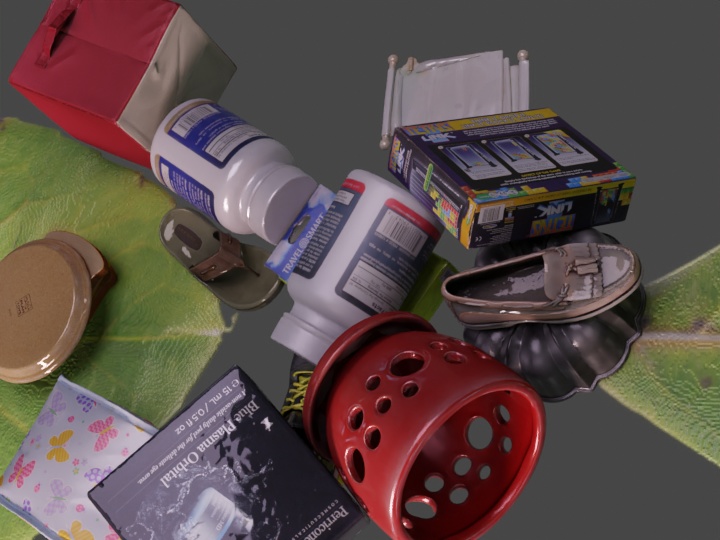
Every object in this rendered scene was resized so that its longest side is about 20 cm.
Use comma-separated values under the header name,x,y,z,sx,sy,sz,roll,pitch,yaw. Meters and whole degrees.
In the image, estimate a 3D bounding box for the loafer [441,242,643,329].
name,x,y,z,sx,sy,sz,roll,pitch,yaw
loafer,0.175,0.014,1.403,0.199,0.063,0.072,-14,62,23

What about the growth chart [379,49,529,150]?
name,x,y,z,sx,sy,sz,roll,pitch,yaw
growth chart,0.108,-0.191,1.652,0.199,0.018,0.146,0,69,29

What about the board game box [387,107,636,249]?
name,x,y,z,sx,sy,sz,roll,pitch,yaw
board game box,0.154,-0.099,1.473,0.165,0.199,0.057,48,139,47

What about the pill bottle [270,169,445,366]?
name,x,y,z,sx,sy,sz,roll,pitch,yaw
pill bottle,-0.008,0.007,1.508,0.119,0.120,0.201,27,84,34

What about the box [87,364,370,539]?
name,x,y,z,sx,sy,sz,roll,pitch,yaw
box,-0.127,0.236,1.421,0.196,0.117,0.200,-41,78,-7

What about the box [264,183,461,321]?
name,x,y,z,sx,sy,sz,roll,pitch,yaw
box,0.000,0.000,1.604,0.200,0.048,0.122,33,86,33

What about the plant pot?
name,x,y,z,sx,sy,sz,roll,pitch,yaw
plant pot,0.057,0.154,1.424,0.201,0.200,0.182,-53,46,-2

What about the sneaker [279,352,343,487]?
name,x,y,z,sx,sy,sz,roll,pitch,yaw
sneaker,-0.051,0.152,1.544,0.074,0.085,0.201,-11,65,22

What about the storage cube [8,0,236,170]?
name,x,y,z,sx,sy,sz,roll,pitch,yaw
storage cube,-0.292,-0.245,1.790,0.179,0.200,0.172,22,79,27

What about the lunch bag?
name,x,y,z,sx,sy,sz,roll,pitch,yaw
lunch bag,-0.294,0.238,1.617,0.199,0.127,0.170,18,76,43

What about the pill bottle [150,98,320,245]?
name,x,y,z,sx,sy,sz,roll,pitch,yaw
pill bottle,-0.145,-0.113,1.693,0.200,0.120,0.120,34,87,35

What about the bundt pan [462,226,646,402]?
name,x,y,z,sx,sy,sz,roll,pitch,yaw
bundt pan,0.189,0.030,1.475,0.201,0.076,0.203,-11,63,23

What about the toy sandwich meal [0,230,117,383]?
name,x,y,z,sx,sy,sz,roll,pitch,yaw
toy sandwich meal,-0.398,0.048,1.795,0.204,0.070,0.207,-10,69,26

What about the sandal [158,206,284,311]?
name,x,y,z,sx,sy,sz,roll,pitch,yaw
sandal,-0.174,-0.015,1.699,0.200,0.057,0.080,29,85,28
